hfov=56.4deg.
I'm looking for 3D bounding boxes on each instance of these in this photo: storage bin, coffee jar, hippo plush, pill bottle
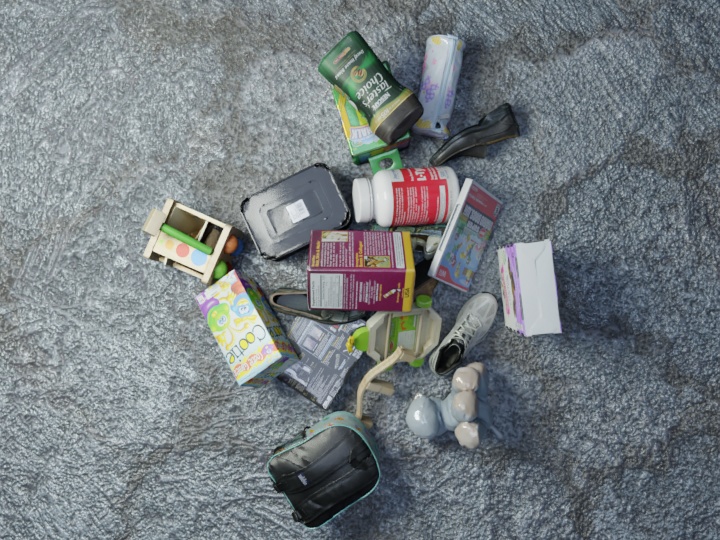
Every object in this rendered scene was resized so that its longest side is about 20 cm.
[{"bbox_3d":[-0.127,-0.115,1.359,0.198,0.094,0.136,-26,89,3],"label":"storage bin"},{"bbox_3d":[0.021,-0.332,1.235,0.104,0.085,0.200,-43,89,3],"label":"coffee jar"},{"bbox_3d":[0.174,0.264,1.332,0.159,0.199,0.162,-7,83,26],"label":"hippo plush"},{"bbox_3d":[0.088,-0.144,1.324,0.197,0.112,0.114,-5,90,-11],"label":"pill bottle"}]

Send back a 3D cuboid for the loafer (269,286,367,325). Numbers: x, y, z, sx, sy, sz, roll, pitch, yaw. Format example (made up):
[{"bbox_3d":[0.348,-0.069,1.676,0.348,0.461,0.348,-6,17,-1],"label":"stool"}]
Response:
[{"bbox_3d":[-0.083,0.070,1.323,0.197,0.063,0.073,5,88,2],"label":"loafer"}]

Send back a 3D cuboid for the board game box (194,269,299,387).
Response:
[{"bbox_3d":[-0.223,0.116,1.326,0.102,0.105,0.201,-34,73,7],"label":"board game box"}]

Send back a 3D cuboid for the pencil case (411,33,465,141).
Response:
[{"bbox_3d":[0.156,-0.367,1.351,0.082,0.091,0.203,10,89,2],"label":"pencil case"}]

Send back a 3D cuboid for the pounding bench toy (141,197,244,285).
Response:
[{"bbox_3d":[-0.323,-0.052,1.309,0.155,0.200,0.125,24,87,3],"label":"pounding bench toy"}]

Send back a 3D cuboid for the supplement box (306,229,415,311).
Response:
[{"bbox_3d":[0.000,0.000,1.276,0.197,0.132,0.104,2,128,-1],"label":"supplement box"}]

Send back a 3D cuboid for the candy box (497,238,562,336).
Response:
[{"bbox_3d":[0.319,0.032,1.289,0.071,0.200,0.170,-7,89,3],"label":"candy box"}]

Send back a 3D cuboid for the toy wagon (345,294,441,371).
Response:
[{"bbox_3d":[0.064,0.125,1.331,0.197,0.040,0.157,-5,121,-16],"label":"toy wagon"}]

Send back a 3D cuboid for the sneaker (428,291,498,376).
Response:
[{"bbox_3d":[0.213,0.132,1.335,0.075,0.115,0.201,36,91,2],"label":"sneaker"}]

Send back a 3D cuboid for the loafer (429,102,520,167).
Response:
[{"bbox_3d":[0.233,-0.258,1.359,0.199,0.073,0.073,-32,93,3],"label":"loafer"}]

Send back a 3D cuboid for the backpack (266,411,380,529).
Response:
[{"bbox_3d":[-0.059,0.380,1.325,0.199,0.153,0.177,-32,91,11],"label":"backpack"}]

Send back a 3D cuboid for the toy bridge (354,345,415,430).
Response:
[{"bbox_3d":[0.036,0.230,1.343,0.067,0.027,0.201,19,111,-26],"label":"toy bridge"}]

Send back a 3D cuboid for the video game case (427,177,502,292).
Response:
[{"bbox_3d":[0.211,-0.066,1.333,0.017,0.142,0.202,23,91,39],"label":"video game case"}]

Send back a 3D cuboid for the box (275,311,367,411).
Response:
[{"bbox_3d":[-0.080,0.161,1.378,0.157,0.050,0.201,32,91,2],"label":"box"}]

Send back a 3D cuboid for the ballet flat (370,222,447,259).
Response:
[{"bbox_3d":[0.116,-0.053,1.358,0.197,0.074,0.075,2,90,9],"label":"ballet flat"}]

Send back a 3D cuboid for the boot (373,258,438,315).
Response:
[{"bbox_3d":[0.120,0.047,1.374,0.200,0.074,0.076,-44,116,-1],"label":"boot"}]

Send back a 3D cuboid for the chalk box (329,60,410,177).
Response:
[{"bbox_3d":[0.027,-0.288,1.338,0.123,0.124,0.202,-19,89,2],"label":"chalk box"}]
